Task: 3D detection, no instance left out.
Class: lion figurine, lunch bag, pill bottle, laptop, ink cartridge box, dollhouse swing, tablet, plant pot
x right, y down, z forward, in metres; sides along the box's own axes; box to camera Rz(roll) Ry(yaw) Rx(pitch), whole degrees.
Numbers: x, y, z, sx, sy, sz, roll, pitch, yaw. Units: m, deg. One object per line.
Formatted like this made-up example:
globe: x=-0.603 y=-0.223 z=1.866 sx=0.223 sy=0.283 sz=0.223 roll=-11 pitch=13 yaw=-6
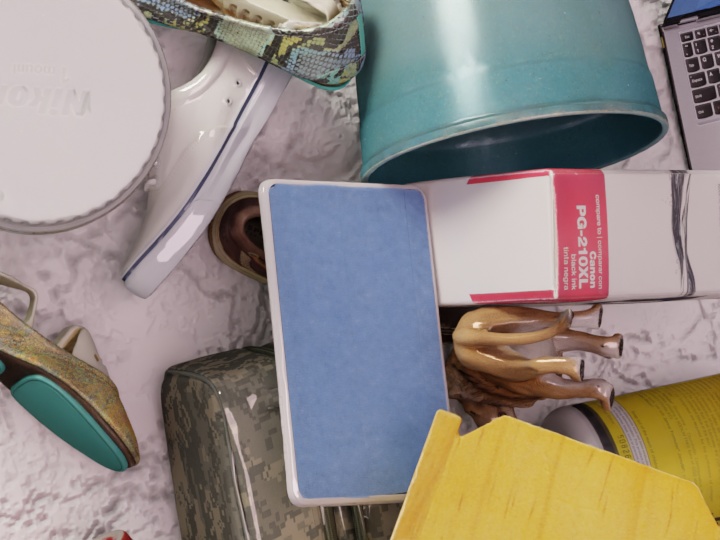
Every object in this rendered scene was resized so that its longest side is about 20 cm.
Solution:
lion figurine: x=0.097 y=0.052 z=1.661 sx=0.122 sy=0.200 sz=0.073 roll=6 pitch=71 yaw=16
lunch bag: x=-0.024 y=0.134 z=1.660 sx=0.167 sy=0.139 sz=0.201 roll=-12 pitch=93 yaw=-23
pill bottle: x=0.227 y=0.130 z=1.761 sx=0.199 sy=0.112 sz=0.113 roll=-10 pitch=94 yaw=-19
laptop: x=0.315 y=-0.165 z=1.787 sx=0.187 sy=0.116 sz=0.201 roll=-14 pitch=95 yaw=-18
ink cartridge box: x=0.147 y=-0.020 z=1.682 sx=0.199 sy=0.145 sz=0.085 roll=-1 pitch=88 yaw=-40
dollhouse swing: x=0.105 y=0.222 z=1.582 sx=0.199 sy=0.176 sz=0.182 roll=19 pitch=60 yaw=4
tablet: x=-0.002 y=0.044 z=1.600 sx=0.130 sy=0.014 sz=0.201 roll=1 pitch=78 yaw=-37
plant pot: x=0.082 y=-0.162 z=1.674 sx=0.199 sy=0.200 sz=0.189 roll=-6 pitch=78 yaw=-19

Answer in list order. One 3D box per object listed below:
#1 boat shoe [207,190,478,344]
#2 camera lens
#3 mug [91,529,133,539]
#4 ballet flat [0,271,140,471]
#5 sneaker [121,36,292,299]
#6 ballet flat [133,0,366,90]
boat shoe: x=0.000 y=0.000 z=1.699 sx=0.199 sy=0.072 sz=0.072 roll=24 pitch=83 yaw=-19
camera lens: x=-0.198 y=-0.104 z=1.552 sx=0.159 sy=0.200 sz=0.161 roll=-1 pitch=93 yaw=-10
mug: x=-0.126 y=0.270 z=1.611 sx=0.133 sy=0.177 sz=0.200 roll=-37 pitch=98 yaw=-30
ballet flat: x=-0.208 y=0.049 z=1.633 sx=0.200 sy=0.071 sz=0.071 roll=36 pitch=79 yaw=-17
sneaker: x=-0.112 y=-0.078 z=1.667 sx=0.071 sy=0.073 sz=0.200 roll=30 pitch=72 yaw=-8
ballet flat: x=-0.085 y=-0.180 z=1.630 sx=0.199 sy=0.074 sz=0.074 roll=20 pitch=83 yaw=9
